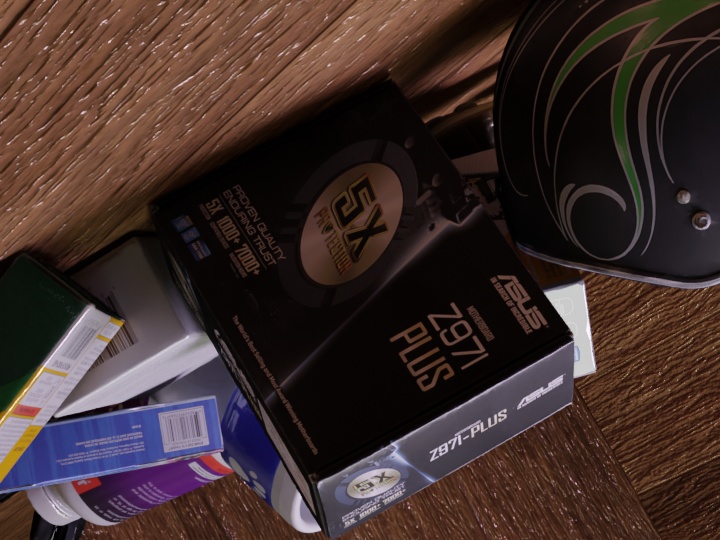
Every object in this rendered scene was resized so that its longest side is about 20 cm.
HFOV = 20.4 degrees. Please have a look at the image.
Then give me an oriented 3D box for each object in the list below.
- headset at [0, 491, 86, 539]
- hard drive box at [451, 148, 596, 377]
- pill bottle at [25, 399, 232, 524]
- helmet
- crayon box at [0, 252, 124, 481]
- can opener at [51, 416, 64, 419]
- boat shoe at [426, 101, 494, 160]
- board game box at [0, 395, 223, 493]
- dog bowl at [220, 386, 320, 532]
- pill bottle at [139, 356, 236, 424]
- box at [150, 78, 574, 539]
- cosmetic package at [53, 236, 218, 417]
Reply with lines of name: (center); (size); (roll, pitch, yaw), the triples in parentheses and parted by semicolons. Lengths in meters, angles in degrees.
headset: (-0.299, 0.206, 1.830); (0.200, 0.123, 0.094); (-49, -177, -19)
hard drive box: (0.028, 0.016, 1.246); (0.199, 0.077, 0.156); (-16, -142, -3)
pill bottle: (-0.188, 0.145, 1.703); (0.199, 0.113, 0.112); (-25, 176, 19)
helmet: (0.175, -0.095, 1.124); (0.199, 0.192, 0.200); (7, -172, -1)
crayon box: (-0.218, 0.088, 1.103); (0.200, 0.051, 0.126); (-53, 176, -4)
can opener: (-0.199, 0.082, 1.377); (0.054, 0.067, 0.200); (-67, 165, 8)
boat shoe: (0.045, -0.063, 1.345); (0.200, 0.073, 0.063); (-34, -151, 8)
board game box: (-0.223, 0.127, 1.374); (0.199, 0.044, 0.199); (-8, 177, -27)
dog bowl: (-0.007, 0.085, 1.432); (0.200, 0.079, 0.200); (-44, 159, -21)
pill bottle: (-0.117, 0.070, 1.520); (0.112, 0.113, 0.200); (-29, 175, -11)
box: (0.001, 0.020, 1.124); (0.163, 0.200, 0.086); (-28, 153, -10)
cosmetic package: (-0.138, 0.033, 1.272); (0.101, 0.072, 0.200); (-30, 175, 9)
